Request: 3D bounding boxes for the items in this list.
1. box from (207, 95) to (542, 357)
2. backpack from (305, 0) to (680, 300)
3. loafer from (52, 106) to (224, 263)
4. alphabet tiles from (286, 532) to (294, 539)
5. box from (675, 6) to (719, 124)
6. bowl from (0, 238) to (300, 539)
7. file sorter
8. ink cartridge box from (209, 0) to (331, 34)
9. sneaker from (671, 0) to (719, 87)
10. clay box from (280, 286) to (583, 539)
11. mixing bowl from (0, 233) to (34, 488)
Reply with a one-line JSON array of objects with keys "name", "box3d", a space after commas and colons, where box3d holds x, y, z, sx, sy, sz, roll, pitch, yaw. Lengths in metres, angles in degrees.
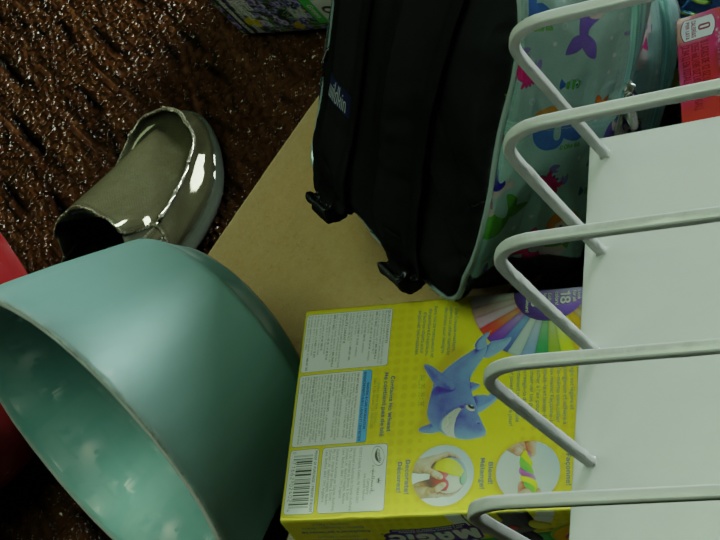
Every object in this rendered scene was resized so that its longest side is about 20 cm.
[{"name": "box", "box3d": [0.000, 0.000, 0.814, 0.200, 0.021, 0.164, 33, 87, 41]}, {"name": "backpack", "box3d": [0.060, -0.109, 0.700, 0.150, 0.201, 0.178, -16, 38, -24]}, {"name": "loafer", "box3d": [-0.140, -0.026, 0.884, 0.075, 0.070, 0.201, -10, 51, 30]}, {"name": "alphabet tiles", "box3d": [0.045, 0.124, 0.686, 0.166, 0.008, 0.201, 4, 59, 22]}, {"name": "box", "box3d": [0.201, -0.017, 0.632, 0.095, 0.100, 0.201, -13, 59, 29]}, {"name": "bowl", "box3d": [-0.101, 0.064, 0.759, 0.200, 0.202, 0.105, 25, 54, 40]}, {"name": "file sorter", "box3d": [0.123, 0.007, 0.527, 0.138, 0.124, 0.201, -8, 62, 31]}, {"name": "ink cartridge box", "box3d": [0.006, -0.209, 0.905, 0.199, 0.050, 0.110, 3, 67, 35]}, {"name": "sneaker", "box3d": [0.171, -0.144, 0.718, 0.199, 0.105, 0.076, -4, 63, 32]}, {"name": "clay box", "box3d": [0.068, 0.069, 0.680, 0.198, 0.048, 0.116, -4, 56, 16]}, {"name": "mixing bowl", "box3d": [-0.254, 0.072, 0.880, 0.199, 0.108, 0.201, -30, 35, 24]}]
